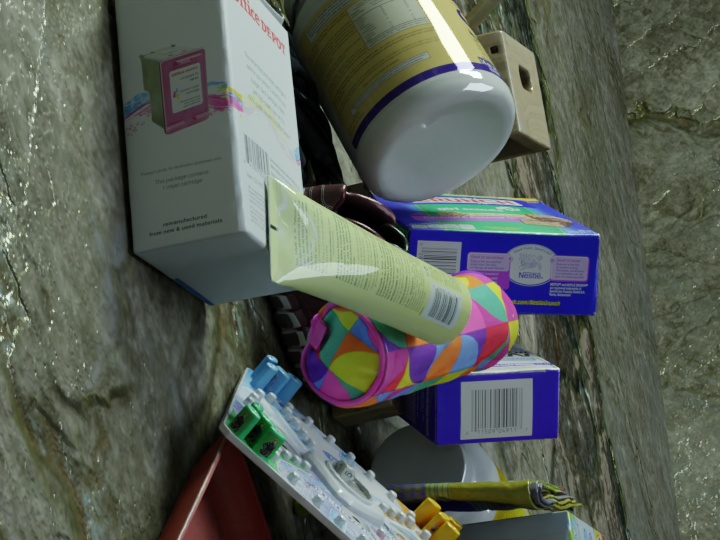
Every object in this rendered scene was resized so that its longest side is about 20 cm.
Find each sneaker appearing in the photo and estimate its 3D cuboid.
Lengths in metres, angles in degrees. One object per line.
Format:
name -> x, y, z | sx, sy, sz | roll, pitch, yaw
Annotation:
sneaker -> -0.009, 0.016, 1.666 | 0.076, 0.115, 0.201 | -83, 156, -52

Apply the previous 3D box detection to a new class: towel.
towel -> 0.062, 0.178, 1.646 | 0.144, 0.198, 0.023 | 25, 62, -72

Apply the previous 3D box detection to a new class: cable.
cable -> -0.061, -0.115, 1.725 | 0.164, 0.050, 0.201 | -91, 160, -52

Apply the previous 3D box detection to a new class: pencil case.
pencil case -> 0.038, 0.050, 1.623 | 0.199, 0.088, 0.089 | -11, 89, -56

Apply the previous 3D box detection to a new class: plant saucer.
plant saucer -> -0.088, 0.233, 1.360 | 0.200, 0.036, 0.201 | -69, 145, -65

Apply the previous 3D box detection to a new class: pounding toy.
pounding toy -> 0.093, -0.182, 2.065 | 0.200, 0.183, 0.143 | 10, 68, -74

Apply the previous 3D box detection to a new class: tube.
tube -> 0.000, 0.000, 1.478 | 0.199, 0.052, 0.058 | 25, 12, -48

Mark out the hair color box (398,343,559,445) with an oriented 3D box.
hair color box -> 0.085, 0.093, 1.803 | 0.200, 0.108, 0.065 | -155, -116, -73

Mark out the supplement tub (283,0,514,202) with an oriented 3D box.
supplement tub -> 0.029, -0.174, 1.813 | 0.201, 0.145, 0.145 | 62, 5, 31

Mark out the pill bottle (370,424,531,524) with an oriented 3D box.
pill bottle -> 0.078, 0.208, 1.852 | 0.200, 0.112, 0.113 | 55, 27, -58

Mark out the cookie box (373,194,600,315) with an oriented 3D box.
cookie box -> 0.099, -0.016, 1.860 | 0.200, 0.170, 0.076 | -138, -129, -74

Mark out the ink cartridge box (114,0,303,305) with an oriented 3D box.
ink cartridge box -> -0.100, -0.094, 1.471 | 0.145, 0.084, 0.202 | 42, 40, -67

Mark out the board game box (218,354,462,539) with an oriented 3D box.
board game box -> -0.007, 0.145, 1.473 | 0.200, 0.026, 0.200 | 42, 7, -4

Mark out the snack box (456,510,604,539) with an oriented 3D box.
snack box -> 0.085, 0.235, 1.686 | 0.142, 0.198, 0.053 | 37, 45, -69

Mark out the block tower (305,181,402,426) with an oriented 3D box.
block tower -> -0.006, 0.023, 1.790 | 0.054, 0.057, 0.202 | 42, 37, -67
